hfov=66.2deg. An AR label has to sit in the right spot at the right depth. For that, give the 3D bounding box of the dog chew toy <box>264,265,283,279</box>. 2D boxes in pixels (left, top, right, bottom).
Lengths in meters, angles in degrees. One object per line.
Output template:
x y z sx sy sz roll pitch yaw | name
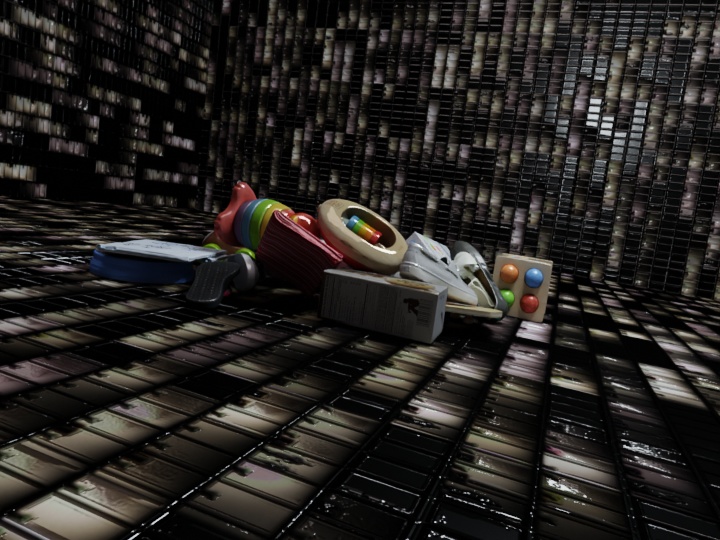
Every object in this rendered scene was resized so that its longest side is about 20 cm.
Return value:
-0.122 -0.022 1.195 0.195 0.128 0.125 26 8 4 | dog chew toy

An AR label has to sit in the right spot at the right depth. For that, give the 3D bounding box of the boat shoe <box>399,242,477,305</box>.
0.149 0.009 1.009 0.196 0.071 0.071 24 -13 -30 | boat shoe

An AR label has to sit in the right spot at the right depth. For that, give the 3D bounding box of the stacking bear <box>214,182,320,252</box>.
-0.165 -0.082 1.076 0.194 0.124 0.115 14 -25 28 | stacking bear

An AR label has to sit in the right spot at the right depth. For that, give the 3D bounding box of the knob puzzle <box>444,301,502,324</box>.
0.174 0.079 1.021 0.211 0.032 0.220 8 -1 0 | knob puzzle

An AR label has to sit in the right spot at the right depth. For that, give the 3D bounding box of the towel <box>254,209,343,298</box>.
-0.118 -0.023 0.995 0.142 0.023 0.200 35 -29 -5 | towel

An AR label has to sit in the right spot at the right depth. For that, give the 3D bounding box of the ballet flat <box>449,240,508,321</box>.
0.238 0.014 1.150 0.067 0.068 0.203 9 43 -50 | ballet flat

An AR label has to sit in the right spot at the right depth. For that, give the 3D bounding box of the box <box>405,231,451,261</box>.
0.187 0.001 1.222 0.158 0.041 0.198 56 20 23 | box

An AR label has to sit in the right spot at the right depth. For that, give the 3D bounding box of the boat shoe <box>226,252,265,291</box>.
-0.221 0.003 1.102 0.064 0.073 0.199 4 0 -24 | boat shoe

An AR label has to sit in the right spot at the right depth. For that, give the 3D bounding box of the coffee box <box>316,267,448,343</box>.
0.038 0.053 0.914 0.193 0.083 0.113 11 6 18 | coffee box

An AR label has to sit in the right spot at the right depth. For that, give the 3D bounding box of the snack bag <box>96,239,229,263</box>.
-0.367 -0.034 1.054 0.181 0.022 0.200 8 6 4 | snack bag

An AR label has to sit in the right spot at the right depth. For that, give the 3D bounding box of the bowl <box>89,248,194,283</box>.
-0.421 -0.013 1.077 0.192 0.041 0.201 8 7 -1 | bowl

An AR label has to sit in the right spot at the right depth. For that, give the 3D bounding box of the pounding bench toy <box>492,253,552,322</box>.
0.337 0.030 1.285 0.193 0.130 0.155 11 7 21 | pounding bench toy

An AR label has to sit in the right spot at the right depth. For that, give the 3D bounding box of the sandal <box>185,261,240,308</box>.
-0.254 0.031 0.948 0.072 0.047 0.201 2 22 -1 | sandal

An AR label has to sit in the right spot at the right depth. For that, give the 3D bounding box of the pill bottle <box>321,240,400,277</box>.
0.000 0.000 1.111 0.192 0.125 0.119 9 6 -14 | pill bottle

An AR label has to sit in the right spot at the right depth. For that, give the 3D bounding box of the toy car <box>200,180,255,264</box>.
-0.299 -0.111 1.326 0.151 0.209 0.164 7 6 -5 | toy car

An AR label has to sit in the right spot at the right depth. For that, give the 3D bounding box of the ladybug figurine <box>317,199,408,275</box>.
-0.001 -0.056 1.020 0.197 0.073 0.135 36 39 10 | ladybug figurine
